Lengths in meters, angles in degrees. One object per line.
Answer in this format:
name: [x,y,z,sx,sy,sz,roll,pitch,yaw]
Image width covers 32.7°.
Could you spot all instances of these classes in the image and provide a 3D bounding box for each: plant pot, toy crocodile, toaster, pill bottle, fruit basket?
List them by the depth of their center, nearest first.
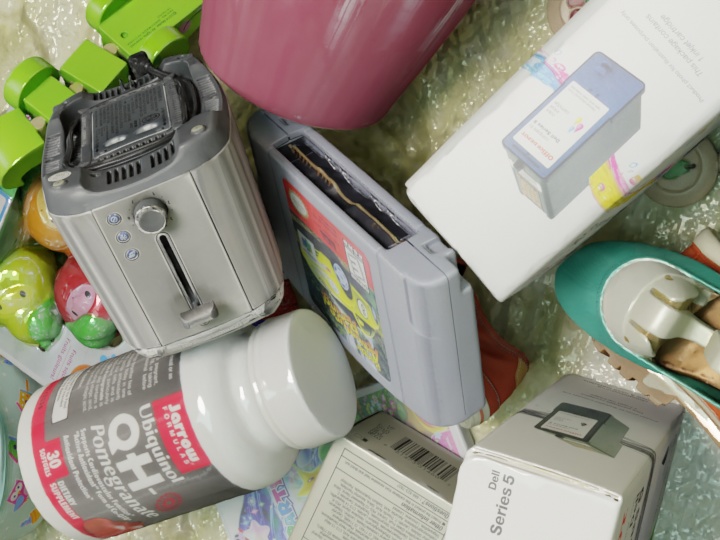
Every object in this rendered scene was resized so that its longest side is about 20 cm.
plant pot: [-0.009,-0.191,0.721,0.200,0.200,0.179,37,125,15]
toaster: [-0.116,-0.041,0.730,0.113,0.200,0.129,-21,119,-3]
pill bottle: [-0.107,0.094,0.772,0.200,0.111,0.111,-22,87,23]
toy crocodile: [-0.173,-0.131,0.825,0.067,0.062,0.200,37,70,12]
fruit basket: [-0.209,-0.003,0.866,0.200,0.094,0.185,33,107,24]

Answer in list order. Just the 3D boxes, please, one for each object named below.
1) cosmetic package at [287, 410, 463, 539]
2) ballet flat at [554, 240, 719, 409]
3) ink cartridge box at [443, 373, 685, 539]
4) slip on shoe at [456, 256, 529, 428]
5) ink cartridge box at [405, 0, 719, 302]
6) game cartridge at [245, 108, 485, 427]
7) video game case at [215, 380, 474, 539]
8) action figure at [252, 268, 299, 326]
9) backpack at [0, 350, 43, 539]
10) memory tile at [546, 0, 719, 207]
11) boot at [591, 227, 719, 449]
cosmetic package: [0.001,0.206,0.799,0.103,0.073,0.200,31,108,18]
ballet flat: [0.187,0.036,0.655,0.200,0.070,0.067,32,96,25]
ink cartridge box: [0.113,0.154,0.694,0.084,0.200,0.146,16,103,21]
slip on shoe: [0.036,0.006,0.790,0.061,0.074,0.200,-31,72,-15]
ink cartridge box: [0.136,-0.085,0.667,0.200,0.145,0.088,-42,82,21]
game cartridge: [0.000,0.000,0.725,0.200,0.041,0.133,44,159,43]
video game case: [-0.008,0.159,0.847,0.200,0.018,0.143,-22,88,25]
action figure: [-0.101,0.060,0.862,0.065,0.052,0.200,45,109,18]
backpack: [-0.331,0.130,0.916,0.200,0.153,0.176,13,96,15]
memory tile: [0.185,-0.136,0.727,0.153,0.017,0.200,-1,96,24]
boot: [0.241,0.065,0.700,0.200,0.075,0.107,42,106,15]
